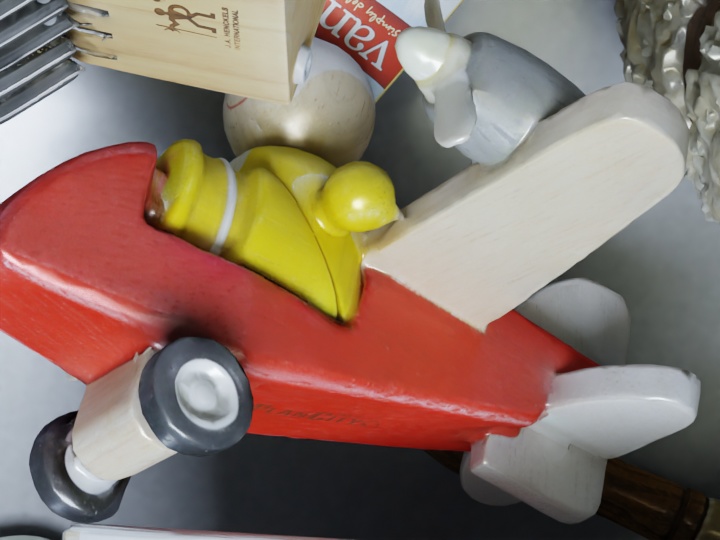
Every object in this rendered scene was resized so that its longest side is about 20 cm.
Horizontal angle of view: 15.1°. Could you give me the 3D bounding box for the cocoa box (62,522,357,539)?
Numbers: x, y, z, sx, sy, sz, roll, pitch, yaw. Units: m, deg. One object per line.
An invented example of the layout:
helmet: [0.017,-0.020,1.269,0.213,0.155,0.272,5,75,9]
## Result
cocoa box: [0.023,0.144,0.771,0.200,0.133,0.132,2,83,15]

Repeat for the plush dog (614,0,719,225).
plush dog: [0.131,-0.063,0.766,0.160,0.172,0.200,9,110,-9]

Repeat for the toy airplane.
toy airplane: [0.000,0.000,0.775,0.200,0.199,0.141,-10,69,8]

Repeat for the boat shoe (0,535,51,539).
boat shoe: [-0.101,0.186,0.894,0.072,0.060,0.202,-6,111,-4]

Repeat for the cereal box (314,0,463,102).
cereal box: [0.009,-0.165,0.786,0.144,0.040,0.200,38,103,-18]

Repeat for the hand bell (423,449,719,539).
hand bell: [0.097,0.078,0.877,0.200,0.104,0.104,24,107,-1]

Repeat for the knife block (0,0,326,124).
knife block: [-0.087,-0.115,0.698,0.175,0.200,0.064,14,152,7]
